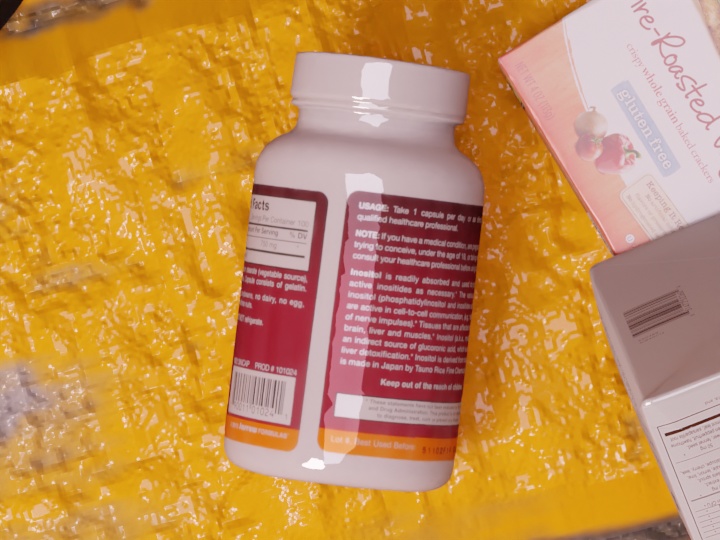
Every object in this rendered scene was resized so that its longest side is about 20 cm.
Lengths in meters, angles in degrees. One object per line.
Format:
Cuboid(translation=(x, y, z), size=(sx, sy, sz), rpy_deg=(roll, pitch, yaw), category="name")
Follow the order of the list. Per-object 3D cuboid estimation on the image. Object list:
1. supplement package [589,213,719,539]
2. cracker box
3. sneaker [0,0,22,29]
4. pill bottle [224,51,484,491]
Cuboid(translation=(0.213, 0.087, 1.364), size=(0.147, 0.191, 0.200), rpy_deg=(-22, 107, 5), category="supplement package")
Cuboid(translation=(0.184, -0.096, 1.454), size=(0.200, 0.058, 0.134), rpy_deg=(-32, 89, 3), category="cracker box")
Cuboid(translation=(-0.261, -0.109, 1.485), size=(0.108, 0.067, 0.201), rpy_deg=(40, 90, 4), category="sneaker")
Cuboid(translation=(0.000, 0.000, 1.441), size=(0.113, 0.113, 0.201), rpy_deg=(7, 91, 4), category="pill bottle")
